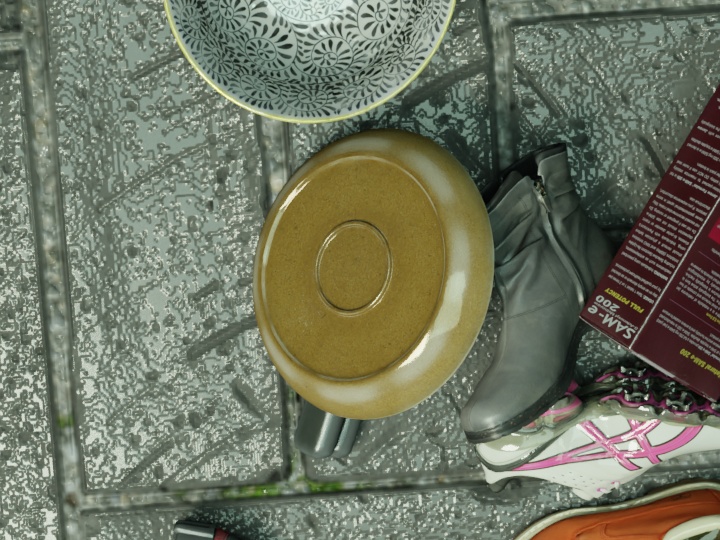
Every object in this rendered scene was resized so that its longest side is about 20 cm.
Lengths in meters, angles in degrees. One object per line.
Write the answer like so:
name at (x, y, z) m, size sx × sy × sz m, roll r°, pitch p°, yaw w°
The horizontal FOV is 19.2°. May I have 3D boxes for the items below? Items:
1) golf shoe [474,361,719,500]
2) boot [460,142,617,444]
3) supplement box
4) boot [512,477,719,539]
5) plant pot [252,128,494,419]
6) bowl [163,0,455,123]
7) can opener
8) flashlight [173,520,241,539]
golf shoe at (0.180, 0.117, 1.518) m, size 0.198 × 0.073 × 0.093 m, roll 0°, pitch 116°, yaw 5°
boot at (0.102, 0.013, 1.453) m, size 0.132 × 0.069 × 0.200 m, roll 56°, pitch 49°, yaw -20°
supplement box at (0.247, -0.023, 1.451) m, size 0.109 × 0.061 × 0.201 m, roll 30°, pitch 92°, yaw -41°
boot at (0.181, 0.207, 1.506) m, size 0.198 × 0.107 × 0.076 m, roll -22°, pitch 99°, yaw 3°
plant pot at (0.000, 0.000, 1.455) m, size 0.199 × 0.027 × 0.202 m, roll -6°, pitch 80°, yaw 34°
bowl at (-0.034, -0.204, 1.454) m, size 0.199 × 0.094 × 0.203 m, roll 0°, pitch 98°, yaw -1°
can opener at (-0.008, 0.034, 1.514) m, size 0.066 × 0.052 × 0.202 m, roll 16°, pitch 96°, yaw 31°
flashlight at (-0.040, 0.224, 1.521) m, size 0.198 × 0.068 × 0.069 m, roll 8°, pitch 102°, yaw -1°
